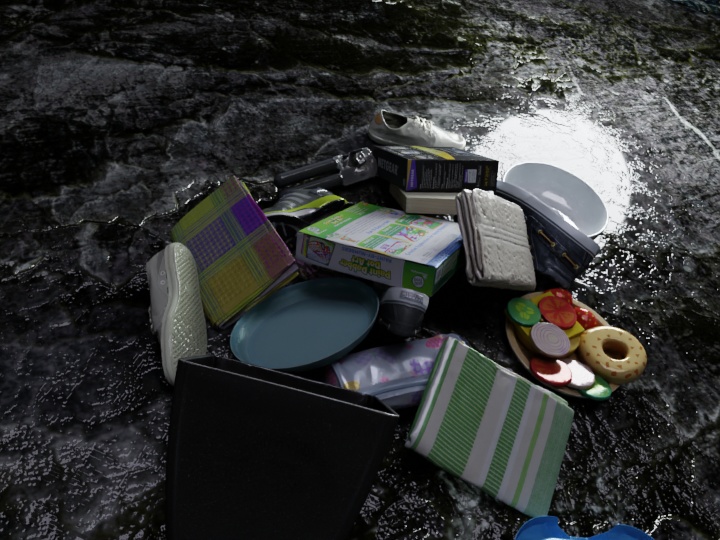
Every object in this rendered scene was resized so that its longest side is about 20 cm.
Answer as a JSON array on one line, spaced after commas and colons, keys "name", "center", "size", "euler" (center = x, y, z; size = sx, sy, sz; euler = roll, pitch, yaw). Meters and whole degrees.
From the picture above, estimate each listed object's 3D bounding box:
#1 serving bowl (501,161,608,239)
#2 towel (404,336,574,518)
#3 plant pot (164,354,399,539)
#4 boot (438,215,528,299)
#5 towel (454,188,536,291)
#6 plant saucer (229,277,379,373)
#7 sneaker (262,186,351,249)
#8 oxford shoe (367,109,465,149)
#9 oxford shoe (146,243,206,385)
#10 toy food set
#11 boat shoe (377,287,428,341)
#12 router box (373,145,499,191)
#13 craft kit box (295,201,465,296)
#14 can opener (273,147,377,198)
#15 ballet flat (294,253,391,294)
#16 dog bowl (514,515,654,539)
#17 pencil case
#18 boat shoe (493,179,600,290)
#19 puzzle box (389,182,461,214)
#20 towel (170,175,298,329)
[{"name": "serving bowl", "center": [0.338, -0.107, 1.149], "size": [0.198, 0.066, 0.202], "euler": [8, 46, -9]}, {"name": "towel", "center": [0.162, 0.191, 0.779], "size": [0.199, 0.023, 0.154], "euler": [30, 67, -11]}, {"name": "plant pot", "center": [-0.090, 0.194, 0.630], "size": [0.197, 0.200, 0.179], "euler": [15, 84, -3]}, {"name": "boot", "center": [0.171, -0.037, 1.025], "size": [0.198, 0.074, 0.152], "euler": [8, 47, -14]}, {"name": "towel", "center": [0.193, -0.039, 0.907], "size": [0.199, 0.034, 0.134], "euler": [9, 71, -53]}, {"name": "plant saucer", "center": [-0.070, 0.072, 0.826], "size": [0.198, 0.028, 0.201], "euler": [-12, 27, 6]}, {"name": "sneaker", "center": [-0.115, -0.082, 0.994], "size": [0.198, 0.075, 0.081], "euler": [-17, 40, -33]}, {"name": "oxford shoe", "center": [0.114, -0.267, 1.238], "size": [0.198, 0.058, 0.076], "euler": [9, 43, -11]}, {"name": "oxford shoe", "center": [-0.240, 0.058, 0.814], "size": [0.057, 0.075, 0.202], "euler": [-23, 58, 13]}, {"name": "toy food set", "center": [0.309, 0.105, 0.951], "size": [0.196, 0.049, 0.201], "euler": [-17, 55, -29]}, {"name": "boat shoe", "center": [0.048, 0.063, 0.838], "size": [0.068, 0.200, 0.057], "euler": [14, 81, 1]}, {"name": "router box", "center": [0.121, -0.176, 1.086], "size": [0.155, 0.053, 0.200], "euler": [-2, 17, -14]}, {"name": "craft kit box", "center": [0.043, -0.038, 0.884], "size": [0.196, 0.049, 0.200], "euler": [18, 24, 21]}, {"name": "can opener", "center": [-0.060, -0.162, 1.098], "size": [0.198, 0.067, 0.054], "euler": [-22, 96, -27]}, {"name": "ballet flat", "center": [0.000, 0.000, 0.939], "size": [0.198, 0.072, 0.070], "euler": [17, 42, -2]}, {"name": "dog bowl", "center": [0.254, 0.343, 0.709], "size": [0.198, 0.050, 0.112], "euler": [10, 46, -9]}, {"name": "pencil case", "center": [0.049, 0.138, 0.814], "size": [0.198, 0.084, 0.091], "euler": [-7, 24, -22]}, {"name": "boat shoe", "center": [0.277, -0.058, 1.026], "size": [0.200, 0.091, 0.071], "euler": [38, 5, 11]}, {"name": "puzzle box", "center": [0.124, -0.123, 1.047], "size": [0.131, 0.026, 0.200], "euler": [1, 16, -5]}, {"name": "towel", "center": [-0.183, -0.027, 0.894], "size": [0.143, 0.023, 0.201], "euler": [-38, 59, 3]}]
